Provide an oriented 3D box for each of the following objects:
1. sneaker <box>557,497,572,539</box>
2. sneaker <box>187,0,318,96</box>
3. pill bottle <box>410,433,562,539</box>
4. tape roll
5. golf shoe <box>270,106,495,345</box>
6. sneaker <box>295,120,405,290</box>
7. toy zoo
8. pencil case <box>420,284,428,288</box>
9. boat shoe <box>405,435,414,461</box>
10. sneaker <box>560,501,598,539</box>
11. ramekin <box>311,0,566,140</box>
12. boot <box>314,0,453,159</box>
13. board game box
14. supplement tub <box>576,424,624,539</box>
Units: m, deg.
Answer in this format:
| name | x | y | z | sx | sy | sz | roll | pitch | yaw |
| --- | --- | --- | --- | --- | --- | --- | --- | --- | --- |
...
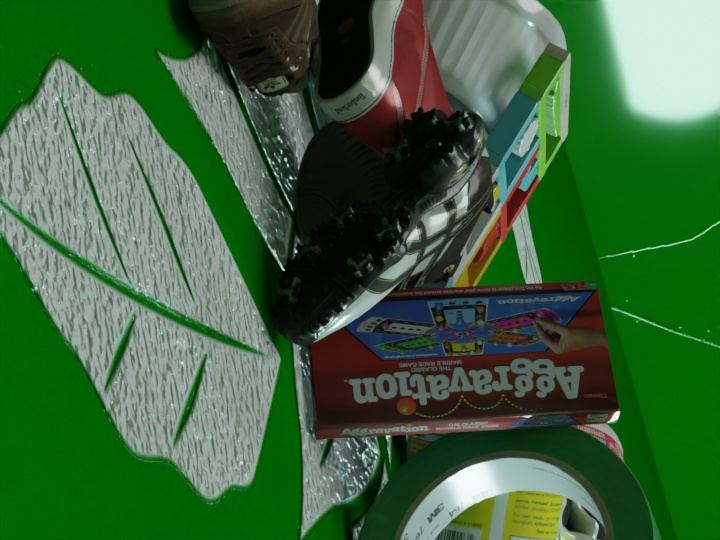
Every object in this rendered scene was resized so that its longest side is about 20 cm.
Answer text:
| name | x | y | z | sx | sy | sz | roll | pitch | yaw |
| --- | --- | --- | --- | --- | --- | --- | --- | --- | --- |
| sneaker | 0.104 | 0.223 | 1.576 | 0.081 | 0.083 | 0.202 | -28 | 134 | -60 |
| sneaker | -0.057 | -0.151 | 1.333 | 0.200 | 0.070 | 0.076 | -30 | 107 | -77 |
| pill bottle | 0.092 | 0.129 | 1.468 | 0.112 | 0.111 | 0.202 | 20 | 79 | -76 |
| tape roll | 0.095 | 0.193 | 1.333 | 0.048 | 0.198 | 0.202 | 63 | 17 | -51 |
| golf shoe | 0.026 | -0.011 | 1.335 | 0.200 | 0.077 | 0.095 | -48 | 132 | -22 |
| sneaker | 0.000 | 0.000 | 1.468 | 0.106 | 0.074 | 0.202 | 75 | 6 | -71 |
| toy zoo | 0.100 | -0.057 | 1.543 | 0.201 | 0.020 | 0.131 | -58 | 164 | -18 |
| pencil case | 0.037 | -0.026 | 1.599 | 0.092 | 0.085 | 0.200 | 47 | 4 | 17 |
| boat shoe | 0.081 | 0.143 | 1.661 | 0.200 | 0.071 | 0.066 | 26 | 52 | -68 |
| sneaker | 0.135 | 0.133 | 1.591 | 0.076 | 0.076 | 0.201 | -56 | 138 | -47 |
| ramekin | 0.051 | -0.167 | 1.593 | 0.095 | 0.201 | 0.202 | -65 | 156 | -13 |
| boot | 0.036 | -0.135 | 1.460 | 0.144 | 0.072 | 0.201 | 44 | 33 | -30 |
| board game box | 0.065 | 0.058 | 1.367 | 0.020 | 0.198 | 0.104 | 95 | -10 | -56 |
| supplement tub | 0.170 | 0.235 | 1.796 | 0.141 | 0.139 | 0.201 | 63 | 17 | -48 |
